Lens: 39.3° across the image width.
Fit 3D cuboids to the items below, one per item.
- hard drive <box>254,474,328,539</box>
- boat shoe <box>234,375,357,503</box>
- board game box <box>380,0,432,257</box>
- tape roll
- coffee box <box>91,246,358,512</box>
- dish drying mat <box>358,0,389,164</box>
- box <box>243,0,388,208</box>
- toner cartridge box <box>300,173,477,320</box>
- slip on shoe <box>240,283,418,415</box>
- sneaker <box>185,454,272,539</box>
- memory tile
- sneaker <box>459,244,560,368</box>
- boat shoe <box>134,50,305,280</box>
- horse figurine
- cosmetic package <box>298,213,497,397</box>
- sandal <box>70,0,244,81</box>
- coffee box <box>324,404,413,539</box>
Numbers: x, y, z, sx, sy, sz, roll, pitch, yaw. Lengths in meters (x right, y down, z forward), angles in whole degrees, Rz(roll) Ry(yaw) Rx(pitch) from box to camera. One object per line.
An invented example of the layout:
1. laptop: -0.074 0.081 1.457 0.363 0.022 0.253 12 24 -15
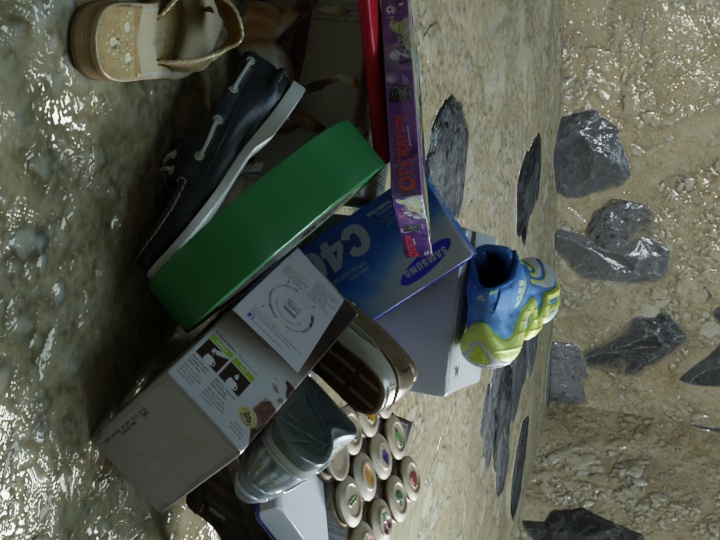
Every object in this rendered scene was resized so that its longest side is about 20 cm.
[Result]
1. hard drive: -0.066 0.167 0.925 0.201 0.025 0.132 -98 167 -46
2. boat shoe: -0.053 0.138 0.830 0.065 0.074 0.202 -43 180 9
3. board game box: 0.039 -0.126 0.850 0.120 0.032 0.201 81 6 -66
4. tape roll: -0.071 -0.034 0.775 0.048 0.200 0.200 49 28 -2
5. coffee box: -0.099 0.079 0.785 0.113 0.080 0.200 -39 -175 37
6. dish drying mat: 0.011 -0.195 0.842 0.077 0.018 0.201 -80 166 -68
7. box: -0.030 -0.170 0.954 0.128 0.108 0.201 25 74 -72
8. toner cartridge box: 0.000 0.000 0.944 0.095 0.199 0.043 57 12 5
9. slip on shoe: -0.032 0.046 0.904 0.060 0.200 0.076 -25 143 -43
10. sneaker: -0.126 0.175 0.876 0.070 0.075 0.201 -36 109 -78
11. memory tile: 0.012 0.202 1.038 0.200 0.017 0.154 -38 111 -64
12. sneaker: 0.154 0.010 1.002 0.200 0.075 0.106 -51 143 -55
13. boat shoe: -0.121 -0.084 0.783 0.201 0.060 0.076 -57 -170 -24
14. horse figurine: -0.064 -0.180 0.860 0.050 0.132 0.201 8 76 -69
15. cosmetic package: 0.026 0.030 1.060 0.165 0.199 0.166 3 95 -72
16. sandal: -0.121 -0.172 0.732 0.212 0.069 0.078 -45 140 -62
17. coffee box: -0.018 0.263 1.150 0.114 0.079 0.201 -45 -156 59
